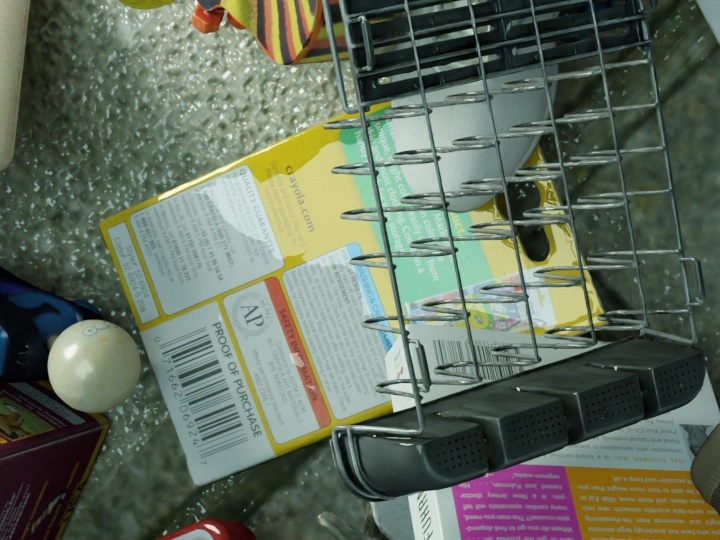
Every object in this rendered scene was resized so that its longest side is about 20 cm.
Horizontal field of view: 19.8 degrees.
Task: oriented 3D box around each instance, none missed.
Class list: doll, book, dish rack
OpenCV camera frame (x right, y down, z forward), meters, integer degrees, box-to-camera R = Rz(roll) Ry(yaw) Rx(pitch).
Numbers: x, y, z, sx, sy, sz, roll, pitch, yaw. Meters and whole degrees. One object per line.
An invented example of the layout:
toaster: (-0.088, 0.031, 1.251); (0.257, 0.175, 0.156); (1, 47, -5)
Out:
doll: (-0.178, 0.017, 0.914); (0.199, 0.136, 0.049); (23, 108, 30)
book: (0.088, 0.113, 0.787); (0.048, 0.133, 0.201); (118, 152, -47)
dish rack: (0.052, -0.026, 0.752); (0.054, 0.153, 0.201); (0, 103, 56)

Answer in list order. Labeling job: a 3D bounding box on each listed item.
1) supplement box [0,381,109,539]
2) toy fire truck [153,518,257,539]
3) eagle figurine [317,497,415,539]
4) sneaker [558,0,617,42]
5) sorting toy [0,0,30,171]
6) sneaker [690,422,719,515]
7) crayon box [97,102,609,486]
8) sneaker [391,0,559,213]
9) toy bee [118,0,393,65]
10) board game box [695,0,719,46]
supplement box: (-0.207, 0.089, 0.888); (0.110, 0.200, 0.086); (28, 101, 14)
toy fire truck: (-0.110, 0.213, 0.909); (0.199, 0.112, 0.169); (-25, 67, 34)
eagle figurine: (0.081, 0.155, 0.842); (0.199, 0.151, 0.152); (17, 87, 27)
sneaker: (0.086, -0.199, 0.844); (0.082, 0.073, 0.201); (20, 98, 18)
sorting toy: (-0.237, -0.073, 0.930); (0.199, 0.037, 0.186); (-19, 45, 16)
sneaker: (0.193, 0.037, 0.731); (0.076, 0.070, 0.200); (48, 139, 22)
crayon box: (0.000, 0.000, 0.895); (0.199, 0.052, 0.126); (-22, 86, 19)
sneaker: (0.047, -0.117, 0.799); (0.070, 0.080, 0.201); (20, 108, 17)
toy bee: (-0.037, -0.136, 0.878); (0.130, 0.200, 0.109); (5, 129, -6)
board game box: (0.188, -0.101, 0.804); (0.095, 0.030, 0.201); (-30, 58, 16)
